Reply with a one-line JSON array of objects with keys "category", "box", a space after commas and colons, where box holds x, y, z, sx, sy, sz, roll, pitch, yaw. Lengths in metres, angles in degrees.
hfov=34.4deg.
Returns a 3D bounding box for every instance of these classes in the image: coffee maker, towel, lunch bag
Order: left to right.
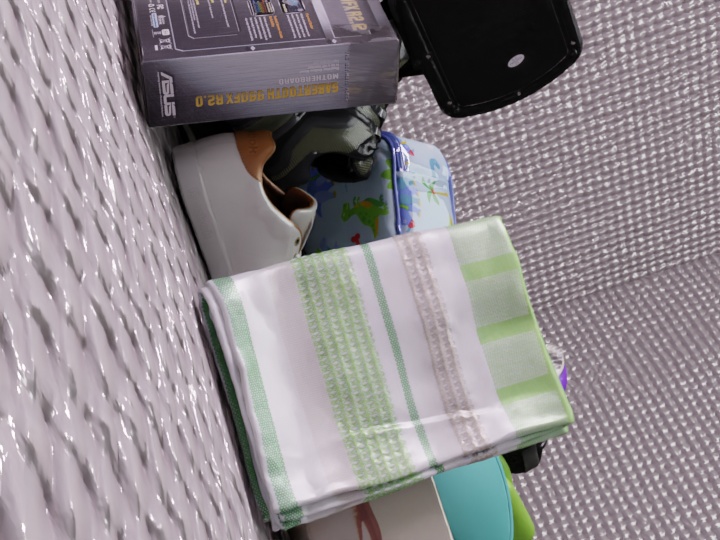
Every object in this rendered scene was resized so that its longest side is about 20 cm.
[{"category": "lunch bag", "box": [0.000, 0.000, 0.943, 0.082, 0.161, 0.201, 7, 73, -46]}, {"category": "towel", "box": [0.019, 0.053, 0.686, 0.031, 0.200, 0.150, 136, -62, -69]}, {"category": "coffee maker", "box": [0.062, -0.239, 0.799, 0.200, 0.134, 0.192, -109, -166, -46]}]

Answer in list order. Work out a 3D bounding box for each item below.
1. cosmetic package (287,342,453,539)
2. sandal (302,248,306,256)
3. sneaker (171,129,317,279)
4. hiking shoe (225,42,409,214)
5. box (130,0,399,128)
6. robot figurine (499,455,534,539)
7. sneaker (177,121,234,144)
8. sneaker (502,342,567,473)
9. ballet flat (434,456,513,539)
[{"category": "cosmetic package", "box": [-0.010, 0.122, 0.730, 0.103, 0.087, 0.200, 124, -51, -72]}, {"category": "sandal", "box": [-0.074, 0.005, 0.922, 0.048, 0.075, 0.201, 7, 60, -47]}, {"category": "sneaker", "box": [-0.061, -0.003, 0.804, 0.073, 0.084, 0.200, -112, -174, -58]}, {"category": "hiking shoe", "box": [-0.014, -0.120, 0.881, 0.076, 0.200, 0.101, 3, -59, 48]}, {"category": "box", "box": [-0.073, -0.174, 0.776, 0.200, 0.158, 0.048, -109, -164, -48]}, {"category": "robot figurine", "box": [0.037, 0.168, 0.902, 0.200, 0.176, 0.116, 21, -29, 47]}, {"category": "sneaker", "box": [-0.119, -0.115, 0.886, 0.083, 0.072, 0.200, -9, -79, 61]}, {"category": "sneaker", "box": [0.128, 0.116, 0.941, 0.200, 0.069, 0.100, 161, -89, -80]}, {"category": "ballet flat", "box": [0.049, 0.111, 0.797, 0.200, 0.068, 0.068, 71, -23, 13]}]
